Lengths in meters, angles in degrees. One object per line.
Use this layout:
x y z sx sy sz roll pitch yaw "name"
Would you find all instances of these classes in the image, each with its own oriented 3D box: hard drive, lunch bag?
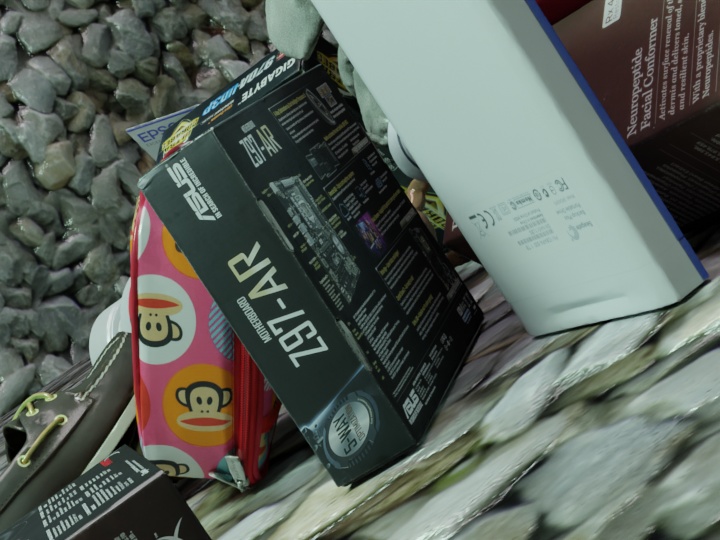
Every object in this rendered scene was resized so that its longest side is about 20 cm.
0.053 -0.067 0.731 0.025 0.201 0.132 -35 6 -22 "hard drive"
-0.077 0.029 0.938 0.081 0.177 0.200 3 16 2 "lunch bag"

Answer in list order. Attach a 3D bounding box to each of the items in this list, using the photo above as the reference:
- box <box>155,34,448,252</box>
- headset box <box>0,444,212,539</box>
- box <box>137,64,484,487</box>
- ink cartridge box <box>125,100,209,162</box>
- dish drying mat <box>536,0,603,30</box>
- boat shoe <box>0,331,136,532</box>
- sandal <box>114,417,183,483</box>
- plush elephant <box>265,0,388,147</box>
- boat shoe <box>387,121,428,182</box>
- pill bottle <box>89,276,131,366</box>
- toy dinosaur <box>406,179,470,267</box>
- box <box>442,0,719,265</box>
-0.022 -0.069 1.250 0.159 0.200 0.046 -29 39 37 "box"
-0.138 0.151 0.614 0.200 0.075 0.149 -35 5 -12 "headset box"
-0.014 -0.007 0.819 0.043 0.161 0.200 -32 6 18 "box"
-0.040 -0.083 1.307 0.197 0.200 0.044 -15 48 25 "ink cartridge box"
0.100 -0.120 0.842 0.199 0.018 0.077 -16 -27 36 "dish drying mat"
-0.178 0.107 0.991 0.072 0.060 0.202 -44 15 54 "boat shoe"
-0.113 0.094 1.060 0.082 0.054 0.200 -57 8 20 "sandal"
0.022 -0.165 1.096 0.199 0.156 0.164 -23 11 -31 "plush elephant"
0.101 -0.120 0.945 0.200 0.074 0.067 -37 1 -10 "boat shoe"
-0.102 0.029 1.252 0.200 0.120 0.120 -30 6 37 "pill bottle"
0.000 0.000 1.075 0.135 0.086 0.200 -39 6 -32 "toy dinosaur"
0.128 -0.072 0.795 0.200 0.075 0.101 -30 44 50 "box"
